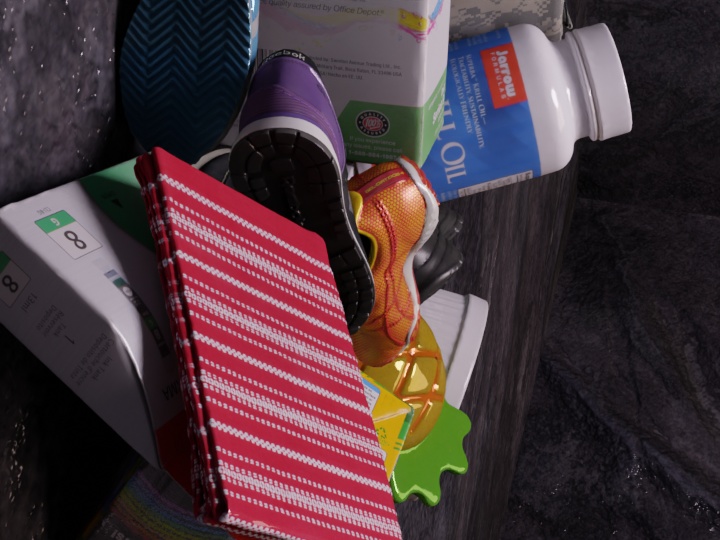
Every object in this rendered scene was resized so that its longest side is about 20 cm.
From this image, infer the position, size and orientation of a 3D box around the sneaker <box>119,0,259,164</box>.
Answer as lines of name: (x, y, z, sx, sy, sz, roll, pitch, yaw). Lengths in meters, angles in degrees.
sneaker: (-0.085, -0.159, 0.777, 0.081, 0.076, 0.202, -39, 139, -78)

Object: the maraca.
maraca: (0.021, 0.099, 1.138, 0.137, 0.107, 0.201, -39, 100, -37)

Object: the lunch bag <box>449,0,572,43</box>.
lunch bag: (0.058, -0.229, 1.046, 0.140, 0.198, 0.169, -99, 178, -49)

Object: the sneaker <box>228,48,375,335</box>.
sneaker: (-0.029, -0.040, 0.807, 0.201, 0.075, 0.088, 87, 4, -50)

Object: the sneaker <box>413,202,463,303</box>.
sneaker: (0.036, -0.039, 1.168, 0.076, 0.091, 0.200, -43, -169, 8)

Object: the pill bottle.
pill bottle: (0.092, -0.117, 1.014, 0.112, 0.198, 0.113, -16, 90, -85)

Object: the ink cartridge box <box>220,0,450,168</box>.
ink cartridge box: (-0.017, -0.180, 0.889, 0.088, 0.144, 0.201, -61, 156, -56)

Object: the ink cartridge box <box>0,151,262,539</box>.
ink cartridge box: (-0.075, 0.034, 0.674, 0.050, 0.200, 0.161, -52, 174, 23)

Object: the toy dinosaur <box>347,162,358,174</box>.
toy dinosaur: (-0.045, -0.046, 1.097, 0.106, 0.060, 0.201, -55, 165, -33)

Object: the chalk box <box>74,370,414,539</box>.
chalk box: (-0.081, 0.138, 0.795, 0.200, 0.124, 0.124, -50, -171, 37)

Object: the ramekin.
ramekin: (0.036, 0.103, 1.290, 0.200, 0.104, 0.201, 21, 90, -90)

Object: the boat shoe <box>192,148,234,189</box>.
boat shoe: (-0.092, -0.014, 0.854, 0.200, 0.067, 0.072, -63, 156, -57)

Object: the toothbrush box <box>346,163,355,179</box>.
toothbrush box: (-0.062, 0.038, 0.973, 0.147, 0.085, 0.201, 84, 18, -44)

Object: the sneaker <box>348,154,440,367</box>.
sneaker: (0.000, 0.000, 0.923, 0.073, 0.077, 0.201, 54, -22, 32)

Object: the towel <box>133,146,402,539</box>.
towel: (-0.044, 0.044, 0.665, 0.144, 0.022, 0.201, 28, 39, -48)
